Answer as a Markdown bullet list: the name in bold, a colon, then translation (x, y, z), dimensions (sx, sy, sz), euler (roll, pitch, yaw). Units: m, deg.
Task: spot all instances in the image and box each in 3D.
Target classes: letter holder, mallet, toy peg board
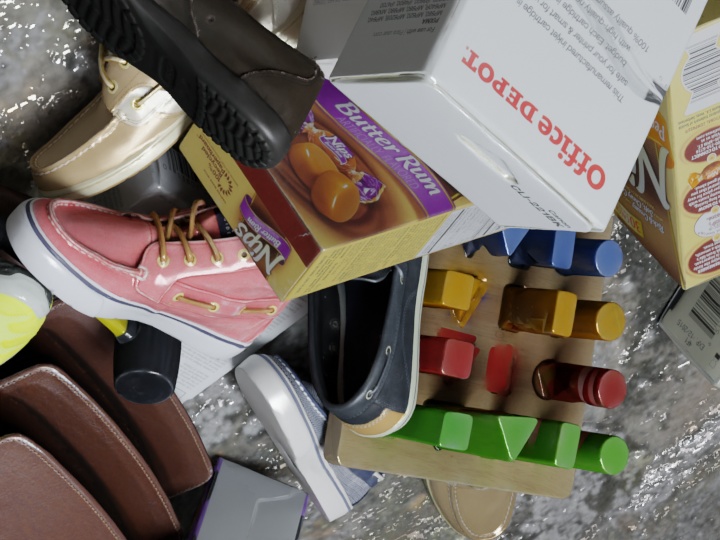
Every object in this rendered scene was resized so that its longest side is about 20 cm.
- **letter holder**: translation (-0.177, 0.128, 1.353), dimensions (0.141, 0.101, 0.201), euler (-24, 134, 6)
- **mallet**: translation (-0.172, -0.002, 1.270), dimensions (0.041, 0.066, 0.200), euler (-22, 129, 27)
- **toy peg board**: translation (0.097, 0.043, 1.406), dimensions (0.199, 0.097, 0.201), euler (12, 86, -35)

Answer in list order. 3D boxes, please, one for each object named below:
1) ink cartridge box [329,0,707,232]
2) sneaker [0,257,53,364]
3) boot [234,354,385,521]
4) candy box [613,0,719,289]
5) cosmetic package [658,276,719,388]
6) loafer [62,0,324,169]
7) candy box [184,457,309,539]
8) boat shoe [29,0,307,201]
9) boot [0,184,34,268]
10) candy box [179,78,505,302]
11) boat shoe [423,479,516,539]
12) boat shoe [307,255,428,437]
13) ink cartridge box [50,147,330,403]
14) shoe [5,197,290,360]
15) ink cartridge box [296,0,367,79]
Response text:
- **ink cartridge box**: translation (0.093, -0.140, 1.112), dimensions (0.144, 0.083, 0.201), euler (38, 68, -32)
- **sneaker**: translation (-0.248, 0.056, 1.244), dimensions (0.075, 0.077, 0.199), euler (33, 134, -31)
- **boot**: translation (-0.018, 0.091, 1.447), dimensions (0.090, 0.073, 0.200), euler (-37, 152, -8)
- **candy box**: translation (0.196, -0.102, 1.402), dimensions (0.055, 0.116, 0.201), euler (-21, 130, -12)
- **cosmetic package**: translation (0.332, 0.044, 1.600), dimensions (0.199, 0.087, 0.104), euler (18, 112, -36)
- **loafer**: translation (-0.099, -0.143, 1.193), dimensions (0.071, 0.200, 0.073), euler (-43, 176, -24)
- **candy box**: translation (-0.111, 0.256, 1.452), dimensions (0.071, 0.168, 0.201), euler (22, 116, -4)
- **boat shoe**: translation (-0.119, -0.119, 1.256), dimensions (0.199, 0.074, 0.069), euler (-38, 120, 0)
- **boot**: translation (-0.235, -0.066, 1.232), dimensions (0.186, 0.064, 0.199), euler (-46, 133, 13)
- **candy box**: translation (0.005, -0.064, 1.279), dimensions (0.199, 0.117, 0.057), euler (-18, 156, -45)
- **boat shoe**: translation (0.085, 0.125, 1.540), dimensions (0.072, 0.065, 0.201), euler (-18, 129, -16)
- **boat shoe**: translation (0.000, 0.000, 1.335), dimensions (0.074, 0.202, 0.062), euler (-7, 166, 31)
- **ink cartridge box**: translation (-0.142, 0.020, 1.368), dimensions (0.199, 0.057, 0.162), euler (-34, 136, 26)
- **shoe**: translation (-0.107, -0.015, 1.253), dimensions (0.091, 0.072, 0.199), euler (-39, 142, 21)
- **ink cartridge box**: translation (0.057, -0.170, 1.215), dimensions (0.128, 0.125, 0.202), euler (18, 82, -36)
